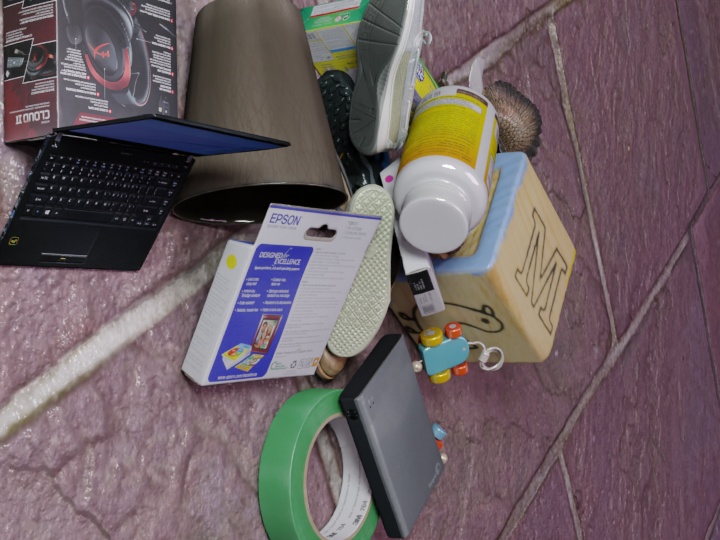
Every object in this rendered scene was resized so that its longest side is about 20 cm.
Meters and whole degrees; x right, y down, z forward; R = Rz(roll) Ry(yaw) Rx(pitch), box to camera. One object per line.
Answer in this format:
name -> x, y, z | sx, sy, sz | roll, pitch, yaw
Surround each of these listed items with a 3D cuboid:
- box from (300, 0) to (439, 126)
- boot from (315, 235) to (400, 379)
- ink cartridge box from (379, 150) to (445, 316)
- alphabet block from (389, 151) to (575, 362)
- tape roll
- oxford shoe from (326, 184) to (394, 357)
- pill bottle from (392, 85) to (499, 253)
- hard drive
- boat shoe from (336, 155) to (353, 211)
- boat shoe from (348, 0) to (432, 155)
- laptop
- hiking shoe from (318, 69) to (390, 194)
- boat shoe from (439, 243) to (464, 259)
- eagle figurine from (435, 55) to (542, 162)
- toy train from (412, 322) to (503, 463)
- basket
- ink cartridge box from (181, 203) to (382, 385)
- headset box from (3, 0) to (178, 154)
box -> 0.017, -0.242, 1.330 | 0.200, 0.116, 0.049 | 51, 49, -43
boot -> -0.007, 0.035, 1.316 | 0.074, 0.074, 0.203 | 45, 53, -48
ink cartridge box -> 0.058, -0.053, 1.323 | 0.095, 0.036, 0.202 | 65, 12, -54
alphabet block -> 0.152, -0.013, 1.457 | 0.201, 0.193, 0.198 | 52, 49, -39
tape roll -> -0.041, 0.239, 1.273 | 0.199, 0.048, 0.204 | 6, 83, -56
oxford shoe -> 0.000, 0.000, 1.266 | 0.058, 0.074, 0.204 | -128, -133, -77
pill bottle -> 0.098, -0.114, 1.255 | 0.110, 0.108, 0.202 | 61, 30, -34
hard drive -> 0.042, 0.200, 1.331 | 0.140, 0.032, 0.203 | -50, 129, -51
boat shoe -> -0.060, -0.144, 1.257 | 0.074, 0.060, 0.203 | -45, 124, -48
boat shoe -> 0.037, -0.228, 1.224 | 0.064, 0.074, 0.205 | -10, 120, -38
laptop -> -0.186, -0.060, 0.940 | 0.176, 0.103, 0.202 | 4, 121, -56
hiking shoe -> -0.011, -0.160, 1.334 | 0.087, 0.073, 0.202 | -60, 145, -46
boat shoe -> 0.103, -0.100, 1.362 | 0.071, 0.070, 0.202 | 52, 19, -40
eagle figurine -> 0.178, -0.196, 1.548 | 0.153, 0.198, 0.151 | -58, -173, 4
toy train -> 0.090, 0.157, 1.433 | 0.149, 0.056, 0.201 | 32, 97, -30
basket -> -0.109, -0.163, 1.114 | 0.136, 0.177, 0.204 | 84, 0, -77
ink cartridge box -> -0.081, 0.020, 1.155 | 0.196, 0.047, 0.203 | 3, 112, -55
headset box -> -0.237, -0.188, 0.977 | 0.148, 0.074, 0.204 | 0, 88, -56
